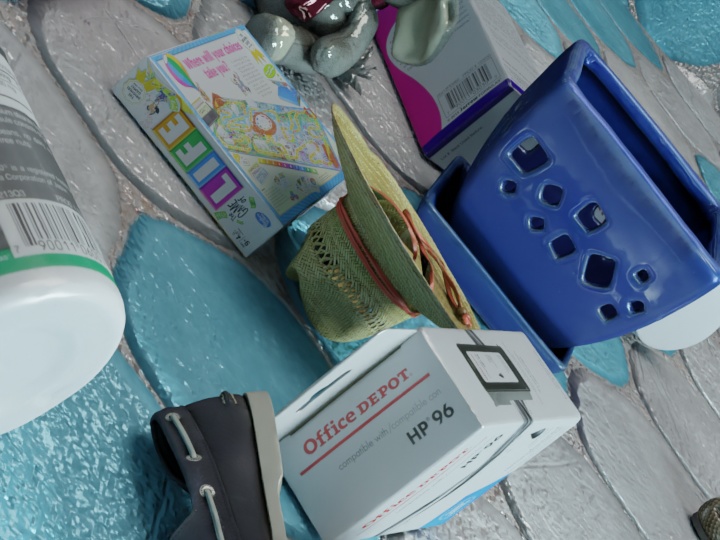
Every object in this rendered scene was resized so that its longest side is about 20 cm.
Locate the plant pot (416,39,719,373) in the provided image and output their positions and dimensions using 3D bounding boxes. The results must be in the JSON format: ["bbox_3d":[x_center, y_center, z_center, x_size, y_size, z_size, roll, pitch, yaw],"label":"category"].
[{"bbox_3d":[0.162,-0.042,1.489,0.200,0.179,0.200,51,19,-5],"label":"plant pot"}]

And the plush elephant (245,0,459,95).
[{"bbox_3d":[-0.005,-0.231,1.475,0.200,0.155,0.165,30,29,-47],"label":"plush elephant"}]

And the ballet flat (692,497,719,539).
[{"bbox_3d":[0.356,0.269,1.583,0.200,0.046,0.067,51,19,-3],"label":"ballet flat"}]

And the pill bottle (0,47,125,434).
[{"bbox_3d":[-0.184,-0.038,0.776,0.113,0.113,0.201,19,37,-58],"label":"pill bottle"}]

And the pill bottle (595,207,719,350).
[{"bbox_3d":[0.283,-0.024,1.841,0.113,0.113,0.201,37,24,-37],"label":"pill bottle"}]

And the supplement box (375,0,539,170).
[{"bbox_3d":[0.095,-0.175,1.694,0.103,0.101,0.201,34,26,-42],"label":"supplement box"}]

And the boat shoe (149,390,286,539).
[{"bbox_3d":[-0.065,0.137,0.857,0.062,0.073,0.201,1,43,-9],"label":"boat shoe"}]

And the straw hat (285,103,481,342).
[{"bbox_3d":[0.000,0.000,1.183,0.202,0.085,0.201,58,8,-12],"label":"straw hat"}]

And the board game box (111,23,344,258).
[{"bbox_3d":[-0.077,-0.092,1.245,0.135,0.034,0.200,52,19,-1],"label":"board game box"}]

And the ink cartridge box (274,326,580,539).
[{"bbox_3d":[0.030,0.091,1.040,0.068,0.116,0.200,56,20,17],"label":"ink cartridge box"}]
